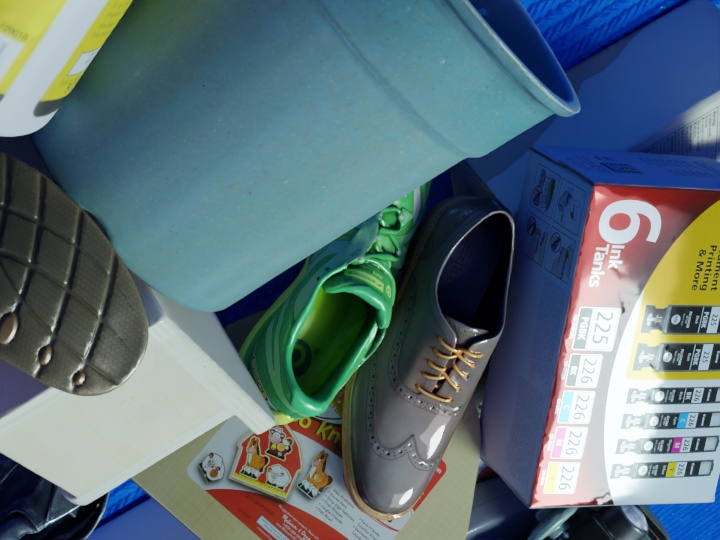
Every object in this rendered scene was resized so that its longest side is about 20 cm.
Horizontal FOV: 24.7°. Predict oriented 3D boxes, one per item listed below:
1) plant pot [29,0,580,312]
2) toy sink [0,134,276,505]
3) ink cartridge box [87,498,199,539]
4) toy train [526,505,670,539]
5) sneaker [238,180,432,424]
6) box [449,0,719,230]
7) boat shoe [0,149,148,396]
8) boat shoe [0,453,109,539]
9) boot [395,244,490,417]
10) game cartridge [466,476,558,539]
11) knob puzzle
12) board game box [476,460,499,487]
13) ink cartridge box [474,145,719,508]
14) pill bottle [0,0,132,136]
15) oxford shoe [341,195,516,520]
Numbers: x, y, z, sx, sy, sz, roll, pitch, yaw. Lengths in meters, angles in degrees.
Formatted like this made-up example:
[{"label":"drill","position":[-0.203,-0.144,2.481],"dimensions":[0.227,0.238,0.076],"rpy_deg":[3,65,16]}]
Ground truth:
[{"label":"plant pot","position":[-0.036,-0.094,0.755],"dimensions":[0.196,0.200,0.200],"rpy_deg":[-38,149,16]},{"label":"toy sink","position":[-0.142,0.033,0.843],"dimensions":[0.112,0.130,0.200],"rpy_deg":[-32,157,0]},{"label":"ink cartridge box","position":[-0.133,0.275,1.160],"dimensions":[0.145,0.145,0.200],"rpy_deg":[-30,148,-10]},{"label":"toy train","position":[0.129,0.224,1.141],"dimensions":[0.200,0.085,0.114],"rpy_deg":[-47,165,20]},{"label":"sneaker","position":[0.000,0.000,0.943],"dimensions":[0.074,0.084,0.200],"rpy_deg":[28,81,-28]},{"label":"box","position":[0.161,-0.081,1.051],"dimensions":[0.200,0.078,0.095],"rpy_deg":[-29,147,-12]},{"label":"boat shoe","position":[-0.173,-0.022,0.716],"dimensions":[0.072,0.200,0.068],"rpy_deg":[-51,-177,-7]},{"label":"boat shoe","position":[-0.160,0.097,0.958],"dimensions":[0.200,0.091,0.071],"rpy_deg":[-40,148,4]},{"label":"boot","position":[-0.004,0.094,1.065],"dimensions":[0.204,0.073,0.154],"rpy_deg":[-42,117,1]},{"label":"game cartridge","position":[0.072,0.205,1.175],"dimensions":[0.200,0.042,0.133],"rpy_deg":[-19,140,-24]},{"label":"knob puzzle","position":[-0.014,0.102,0.994],"dimensions":[0.219,0.220,0.030],"rpy_deg":[-26,-177,-16]},{"label":"board game box","position":[0.053,0.155,1.224],"dimensions":[0.103,0.105,0.200],"rpy_deg":[-34,147,-3]},{"label":"ink cartridge box","position":[0.178,0.034,0.991],"dimensions":[0.175,0.084,0.200],"rpy_deg":[1,109,-23]},{"label":"pill bottle","position":[-0.121,-0.160,0.648],"dimensions":[0.111,0.111,0.200],"rpy_deg":[12,124,-50]},{"label":"oxford shoe","position":[0.040,0.051,0.957],"dimensions":[0.071,0.073,0.200],"rpy_deg":[17,88,-14]}]
